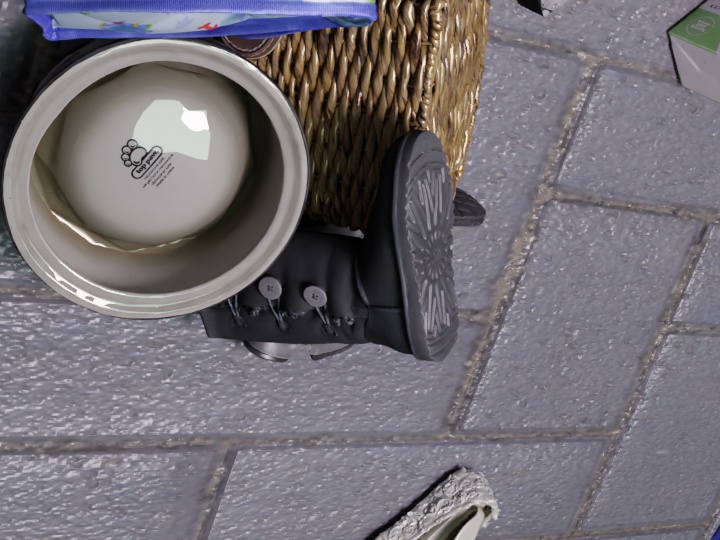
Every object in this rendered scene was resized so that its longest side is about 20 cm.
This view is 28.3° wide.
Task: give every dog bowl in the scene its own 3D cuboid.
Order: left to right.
[{"bbox_3d":[-0.137,-0.071,0.940,0.198,0.074,0.201,-8,122,-13],"label":"dog bowl"}]

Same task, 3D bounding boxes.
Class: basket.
[{"bbox_3d":[0.005,-0.143,1.051,0.143,0.148,0.201,-46,148,-56],"label":"basket"}]

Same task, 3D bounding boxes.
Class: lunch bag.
[{"bbox_3d":[-0.090,-0.221,0.809,0.198,0.127,0.172,-3,93,-4],"label":"lunch bag"}]

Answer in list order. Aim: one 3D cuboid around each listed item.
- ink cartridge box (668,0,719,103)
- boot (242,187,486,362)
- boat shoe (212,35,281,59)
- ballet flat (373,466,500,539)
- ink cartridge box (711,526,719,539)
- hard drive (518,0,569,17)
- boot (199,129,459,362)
[{"bbox_3d":[0.387,-0.227,1.265,0.200,0.117,0.068,-39,132,-13],"label":"ink cartridge box"},{"bbox_3d":[0.000,0.000,1.142,0.199,0.070,0.132,-6,124,-23],"label":"boot"},{"bbox_3d":[-0.069,-0.229,0.913,0.072,0.072,0.201,9,112,-5],"label":"boat shoe"},{"bbox_3d":[0.052,0.266,1.342,0.200,0.072,0.072,-43,135,-8],"label":"ballet flat"},{"bbox_3d":[0.523,0.321,1.768,0.199,0.044,0.094,19,105,-44],"label":"ink cartridge box"},{"bbox_3d":[0.194,-0.309,1.117,0.200,0.038,0.140,-36,134,-16],"label":"hard drive"},{"bbox_3d":[-0.034,-0.022,1.012,0.066,0.199,0.166,-29,120,-53],"label":"boot"}]
